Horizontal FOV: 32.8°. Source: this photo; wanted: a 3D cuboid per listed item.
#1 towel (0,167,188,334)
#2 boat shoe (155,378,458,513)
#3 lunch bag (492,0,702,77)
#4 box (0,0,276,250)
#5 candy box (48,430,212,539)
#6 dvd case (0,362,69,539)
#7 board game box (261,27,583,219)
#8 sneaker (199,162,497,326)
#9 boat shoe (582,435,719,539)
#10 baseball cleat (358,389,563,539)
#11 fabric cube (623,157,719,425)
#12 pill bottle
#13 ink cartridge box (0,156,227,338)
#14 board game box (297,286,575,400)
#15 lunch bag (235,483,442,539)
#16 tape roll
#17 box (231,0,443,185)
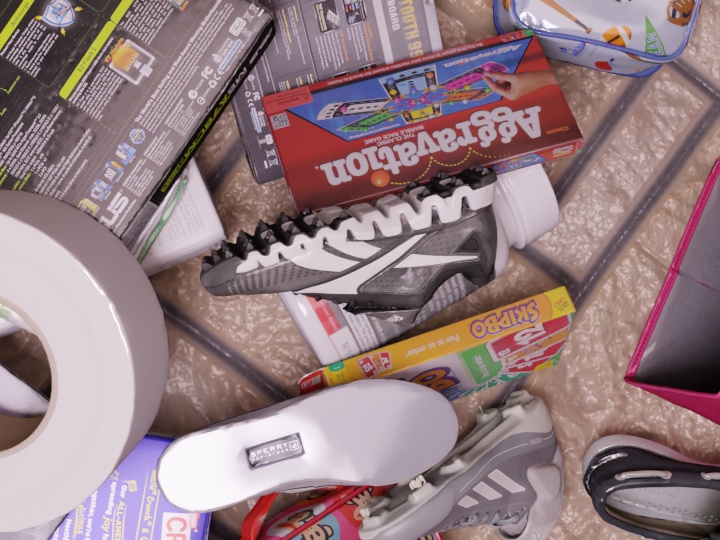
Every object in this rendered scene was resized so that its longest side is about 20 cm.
[{"bbox_3d":[-0.234,-0.051,0.813,0.200,0.031,0.149,29,85,-2],"label":"towel"},{"bbox_3d":[-0.035,0.116,0.818,0.199,0.070,0.071,-14,90,-5],"label":"boat shoe"},{"bbox_3d":[0.184,-0.255,0.922,0.160,0.076,0.201,12,88,-2],"label":"lunch bag"},{"bbox_3d":[-0.187,-0.132,0.787,0.193,0.048,0.200,33,87,3],"label":"box"},{"bbox_3d":[-0.208,0.190,0.868,0.199,0.077,0.170,10,87,-3],"label":"candy box"},{"bbox_3d":[-0.286,0.119,0.815,0.200,0.016,0.149,37,91,0],"label":"dvd case"},{"bbox_3d":[0.041,-0.100,0.840,0.200,0.019,0.103,-16,62,-6],"label":"board game box"},{"bbox_3d":[0.000,0.000,0.782,0.200,0.066,0.091,-16,105,-8],"label":"sneaker"},{"bbox_3d":[0.262,0.177,0.901,0.199,0.060,0.076,9,115,1],"label":"boat shoe"},{"bbox_3d":[0.086,0.164,0.861,0.200,0.070,0.107,-31,98,-39],"label":"baseball cleat"},{"bbox_3d":[0.337,0.034,0.862,0.199,0.196,0.200,24,85,-3],"label":"fabric cube"},{"bbox_3d":[0.034,-0.022,0.879,0.200,0.114,0.114,-30,91,-5],"label":"pill bottle"},{"bbox_3d":[-0.213,-0.050,0.872,0.200,0.086,0.147,-23,90,-4],"label":"ink cartridge box"},{"bbox_3d":[0.053,0.071,0.880,0.200,0.096,0.030,-16,64,-8],"label":"board game box"},{"bbox_3d":[-0.028,0.230,0.845,0.200,0.082,0.177,-24,91,-35],"label":"lunch bag"},{"bbox_3d":[-0.223,0.055,0.749,0.202,0.071,0.203,2,103,8],"label":"tape roll"},{"bbox_3d":[-0.027,-0.177,0.867,0.158,0.048,0.200,-18,120,-5],"label":"box"}]
